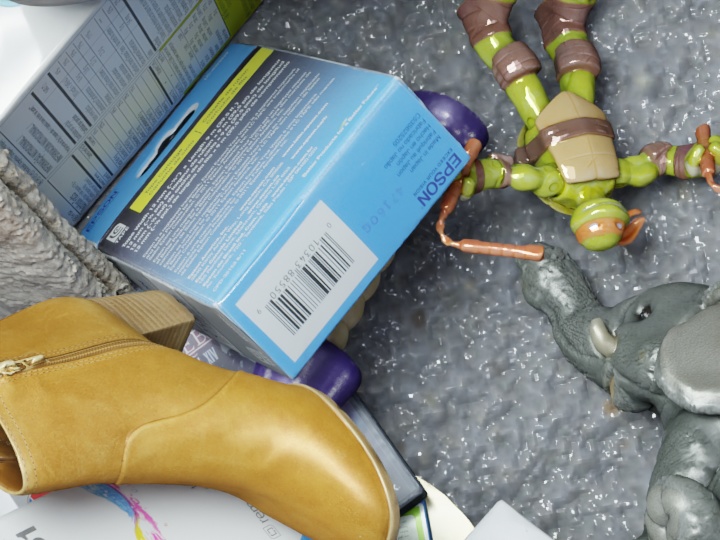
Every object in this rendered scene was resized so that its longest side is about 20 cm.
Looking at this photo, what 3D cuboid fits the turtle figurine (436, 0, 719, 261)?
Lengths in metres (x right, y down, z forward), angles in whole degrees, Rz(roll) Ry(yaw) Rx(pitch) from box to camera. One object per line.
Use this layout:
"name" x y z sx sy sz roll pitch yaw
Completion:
"turtle figurine" 0.117 -0.073 1.117 0.198 0.064 0.162 -8 67 -16

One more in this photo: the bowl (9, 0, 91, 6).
"bowl" -0.096 -0.220 0.964 0.199 0.075 0.201 -16 79 0

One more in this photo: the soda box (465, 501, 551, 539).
"soda box" 0.122 0.201 1.007 0.200 0.064 0.068 36 71 25

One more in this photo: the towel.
"towel" -0.201 -0.013 1.067 0.131 0.200 0.035 2 69 18

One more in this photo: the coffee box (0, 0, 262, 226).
"coffee box" -0.183 -0.172 1.101 0.199 0.200 0.198 38 85 10

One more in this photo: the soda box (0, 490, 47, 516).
"soda box" -0.152 0.175 1.085 0.064 0.068 0.200 -45 69 13

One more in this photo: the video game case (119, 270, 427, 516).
"video game case" -0.078 0.080 1.125 0.142 0.019 0.200 -36 70 -1

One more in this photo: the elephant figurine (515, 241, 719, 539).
"elephant figurine" 0.178 0.062 1.074 0.154 0.142 0.201 9 63 -22

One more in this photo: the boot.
"boot" -0.093 0.082 0.960 0.201 0.144 0.071 37 125 29

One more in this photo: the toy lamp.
"toy lamp" 0.000 0.000 1.105 0.058 0.058 0.201 25 66 9

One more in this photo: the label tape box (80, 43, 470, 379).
"label tape box" -0.051 -0.038 1.099 0.066 0.200 0.144 43 79 -26

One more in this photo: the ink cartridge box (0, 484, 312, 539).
"ink cartridge box" -0.100 0.171 0.992 0.199 0.085 0.145 -26 64 -38

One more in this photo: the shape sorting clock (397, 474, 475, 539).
"shape sorting clock" -0.019 0.194 1.106 0.198 0.039 0.202 -4 70 11
